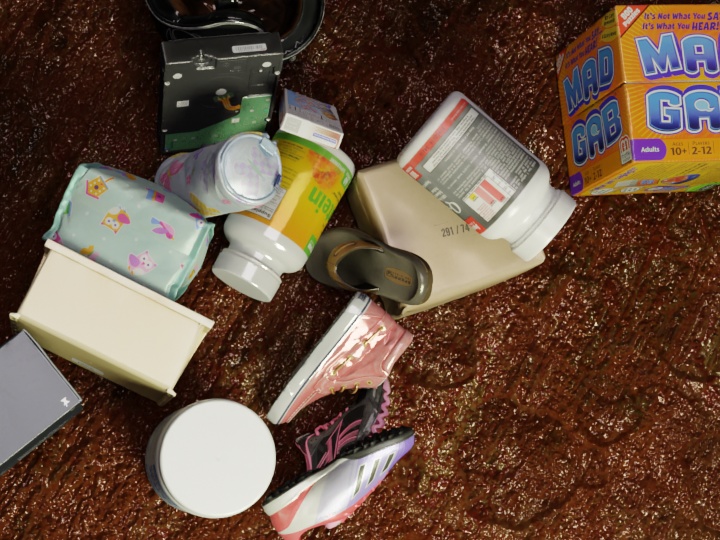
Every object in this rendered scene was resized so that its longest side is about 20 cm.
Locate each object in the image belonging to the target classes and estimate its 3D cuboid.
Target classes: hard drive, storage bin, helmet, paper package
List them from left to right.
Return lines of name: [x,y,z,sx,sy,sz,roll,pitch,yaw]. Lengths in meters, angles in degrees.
storage bin: [-0.287,0.067,1.474,0.200,0.199,0.094,27,75,-8]
hard drive: [-0.172,-0.211,1.545,0.140,0.200,0.038,-8,66,-13]
helmet: [-0.152,-0.329,1.574,0.200,0.191,0.200,-4,78,22]
paper package: [0.104,-0.058,1.633,0.200,0.103,0.191,-18,86,-14]

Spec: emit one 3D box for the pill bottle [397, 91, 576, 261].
pill bottle: [0.152,-0.110,1.540,0.200,0.116,0.116,40,75,-3]

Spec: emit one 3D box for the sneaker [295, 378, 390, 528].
sneaker: [-0.029,0.209,1.582,0.095,0.079,0.200,23,75,3]

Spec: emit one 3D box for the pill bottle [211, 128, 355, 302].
pill bottle: [-0.099,-0.067,1.583,0.111,0.111,0.200,30,76,-7]

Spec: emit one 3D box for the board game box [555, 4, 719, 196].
board game box: [0.391,-0.216,1.673,0.200,0.200,0.200,-3,82,-14]

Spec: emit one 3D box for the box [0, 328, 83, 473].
box: [-0.418,0.173,1.436,0.200,0.182,0.104,-40,91,-16]

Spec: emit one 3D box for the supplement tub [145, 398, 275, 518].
supplement tub: [-0.175,0.215,1.475,0.132,0.200,0.132,2,81,-12]

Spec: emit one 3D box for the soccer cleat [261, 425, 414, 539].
soccer cleat: [-0.015,0.251,1.513,0.200,0.068,0.073,-30,90,2]

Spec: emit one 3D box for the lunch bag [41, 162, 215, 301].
lunch bag: [-0.261,-0.045,1.502,0.170,0.200,0.122,26,90,-5]

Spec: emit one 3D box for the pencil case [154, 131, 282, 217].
pencil case: [-0.171,-0.111,1.526,0.083,0.200,0.091,26,72,-28]

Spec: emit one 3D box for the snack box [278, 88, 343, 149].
snack box: [-0.062,-0.187,1.570,0.072,0.200,0.024,19,104,-9]

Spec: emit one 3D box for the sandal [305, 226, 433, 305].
sandal: [0.000,0.000,1.560,0.055,0.200,0.082,-14,116,-44]

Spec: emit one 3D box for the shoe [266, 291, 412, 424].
shoe: [-0.025,0.127,1.559,0.091,0.071,0.200,37,104,-3]
